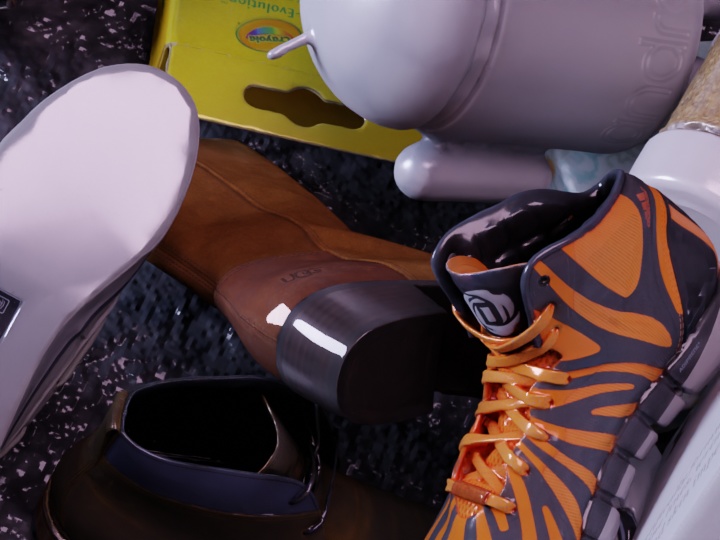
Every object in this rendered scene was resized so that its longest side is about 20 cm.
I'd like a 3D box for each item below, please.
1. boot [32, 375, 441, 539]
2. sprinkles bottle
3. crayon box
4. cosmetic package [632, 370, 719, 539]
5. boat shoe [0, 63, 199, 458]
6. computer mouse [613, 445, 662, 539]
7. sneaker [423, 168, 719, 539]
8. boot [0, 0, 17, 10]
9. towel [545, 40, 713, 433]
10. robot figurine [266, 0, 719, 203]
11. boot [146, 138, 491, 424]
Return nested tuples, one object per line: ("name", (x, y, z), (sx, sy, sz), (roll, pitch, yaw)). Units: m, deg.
("boot", (-0.020, 0.095, 1.082), (0.200, 0.097, 0.075), (9, 57, -12))
("sprinkles bottle", (0.176, -0.088, 1.137), (0.068, 0.068, 0.200), (31, 64, 2))
("crayon box", (-0.023, -0.128, 1.240), (0.127, 0.051, 0.200), (12, 57, -10))
("cosmetic package", (0.218, 0.089, 1.005), (0.200, 0.165, 0.165), (30, 26, 1))
("boat shoe", (-0.129, 0.011, 1.083), (0.072, 0.066, 0.200), (28, 80, -5))
("computer mouse", (0.096, 0.099, 1.101), (0.109, 0.044, 0.200), (1, 34, -19))
("sneaker", (0.052, 0.048, 1.024), (0.112, 0.078, 0.200), (45, 68, -38))
("boot", (-0.129, -0.180, 1.206), (0.200, 0.072, 0.167), (2, 63, 14))
("towel", (0.184, -0.023, 1.246), (0.200, 0.048, 0.171), (-8, 63, -21))
("robot figurine", (0.060, -0.109, 1.155), (0.200, 0.113, 0.170), (4, 100, -27))
("boot", (0.000, 0.000, 1.140), (0.188, 0.069, 0.200), (-10, 29, -36))
